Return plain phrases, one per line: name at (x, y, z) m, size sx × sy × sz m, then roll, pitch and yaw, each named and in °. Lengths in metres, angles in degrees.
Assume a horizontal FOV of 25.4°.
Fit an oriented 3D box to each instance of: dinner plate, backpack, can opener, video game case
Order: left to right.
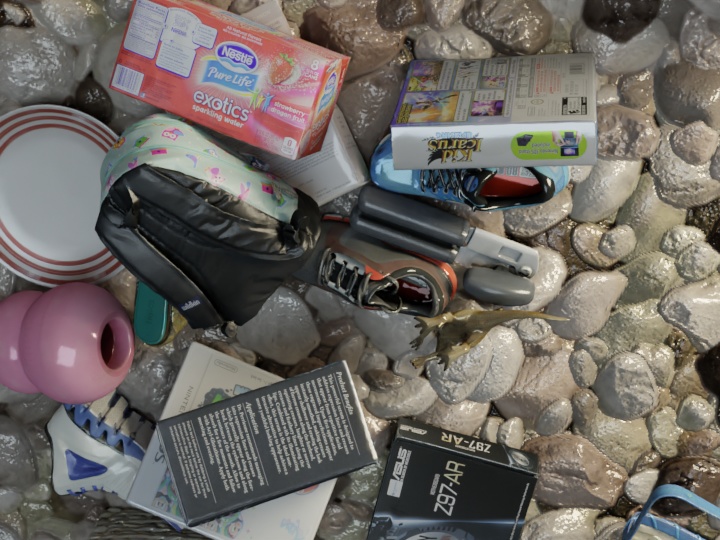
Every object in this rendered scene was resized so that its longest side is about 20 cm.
dinner plate at (-0.312, -0.077, 1.653) m, size 0.198 × 0.024 × 0.202 m, roll 3°, pitch 111°, yaw 6°
backpack at (-0.156, -0.052, 1.513) m, size 0.199 × 0.127 × 0.167 m, roll 30°, pitch 116°, yaw -24°
video game case at (-0.122, 0.197, 1.688) m, size 0.198 × 0.024 × 0.184 m, roll 23°, pitch 80°, yaw -3°
can opener at (0.085, -0.021, 1.590) m, size 0.198 × 0.067 × 0.054 m, roll 19°, pitch 134°, yaw -8°
video game case at (0.126, -0.148, 1.467) m, size 0.179 × 0.200 × 0.046 m, roll 0°, pitch 114°, yaw 8°

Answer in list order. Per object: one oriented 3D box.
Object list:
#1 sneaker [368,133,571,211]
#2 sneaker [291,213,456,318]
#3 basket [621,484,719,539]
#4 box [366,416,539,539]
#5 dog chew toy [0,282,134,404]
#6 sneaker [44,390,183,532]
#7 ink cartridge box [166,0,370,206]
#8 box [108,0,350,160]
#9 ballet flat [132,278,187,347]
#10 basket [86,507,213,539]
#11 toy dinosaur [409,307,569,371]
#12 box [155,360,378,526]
sneaker at (0.103, -0.099, 1.550) m, size 0.198 × 0.090 × 0.079 m, roll 2°, pitch 112°, yaw 11°
sneaker at (0.000, 0.000, 1.609) m, size 0.198 × 0.082 × 0.078 m, roll 12°, pitch 113°, yaw 2°
basket at (0.345, 0.321, 1.661) m, size 0.175 × 0.139 × 0.201 m, roll 25°, pitch 123°, yaw -2°
box at (0.092, 0.272, 1.728) m, size 0.159 × 0.044 × 0.202 m, roll 15°, pitch 113°, yaw 1°
dog chew toy at (-0.335, 0.074, 1.667) m, size 0.198 × 0.125 × 0.126 m, roll 0°, pitch 113°, yaw 27°
sneaker at (-0.269, 0.214, 1.743) m, size 0.199 × 0.081 × 0.115 m, roll 44°, pitch 115°, yaw -3°
ink cartridge box at (-0.103, -0.146, 1.595) m, size 0.160 × 0.050 × 0.202 m, roll -24°, pitch 90°, yaw 17°
box at (-0.123, -0.189, 1.519) m, size 0.198 × 0.095 × 0.104 m, roll 21°, pitch 104°, yaw 10°
ballet flat at (-0.194, -0.021, 1.638) m, size 0.070 × 0.071 × 0.202 m, roll 10°, pitch 110°, yaw 4°
basket at (-0.209, 0.384, 1.752) m, size 0.196 × 0.161 × 0.202 m, roll 1°, pitch 112°, yaw 7°
toy dinosaur at (0.107, 0.055, 1.577) m, size 0.199 × 0.101 × 0.059 m, roll -21°, pitch 91°, yaw 57°
box at (-0.096, 0.177, 1.606) m, size 0.198 × 0.148 × 0.108 m, roll -17°, pitch 82°, yaw -9°
